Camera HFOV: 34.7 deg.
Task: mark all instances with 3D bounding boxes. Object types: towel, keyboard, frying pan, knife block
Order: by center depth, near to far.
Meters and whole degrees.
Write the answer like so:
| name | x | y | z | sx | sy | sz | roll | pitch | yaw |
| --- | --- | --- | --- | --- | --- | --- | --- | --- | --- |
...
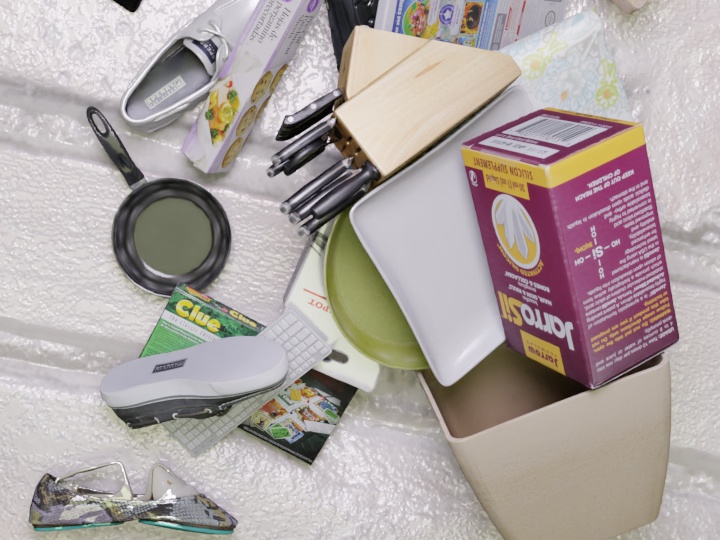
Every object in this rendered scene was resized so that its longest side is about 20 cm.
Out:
| name | x | y | z | sx | sy | sz | roll | pitch | yaw |
| --- | --- | --- | --- | --- | --- | --- | --- | --- | --- |
| knife block | 0.025 | -0.106 | 0.969 | 0.199 | 0.064 | 0.177 | 9 | 82 | -10 |
| towel | 0.171 | -0.122 | 1.084 | 0.170 | 0.048 | 0.201 | -26 | 119 | 1 |
| keyboard | -0.113 | 0.109 | 1.089 | 0.056 | 0.011 | 0.200 | 43 | 118 | -16 |
| frying pan | -0.209 | -0.054 | 1.095 | 0.190 | 0.031 | 0.115 | 37 | 94 | -6 |

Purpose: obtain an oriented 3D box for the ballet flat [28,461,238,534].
| name | x | y | z | sx | sy | sz | roll | pitch | yaw |
| --- | --- | --- | --- | --- | --- | --- | --- | --- | --- |
| ballet flat | -0.217 | 0.218 | 1.111 | 0.199 | 0.072 | 0.073 | 3 | 96 | -7 |

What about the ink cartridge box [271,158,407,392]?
| name | x | y | z | sx | sy | sz | roll | pitch | yaw |
| --- | --- | --- | --- | --- | --- | --- | --- | --- | --- |
| ink cartridge box | 0.000 | 0.000 | 1.101 | 0.115 | 0.068 | 0.201 | 24 | 93 | -8 |

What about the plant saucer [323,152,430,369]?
| name | x | y | z | sx | sy | sz | roll | pitch | yaw |
| --- | --- | --- | --- | --- | --- | --- | --- | --- | --- |
| plant saucer | 0.054 | -0.010 | 1.050 | 0.199 | 0.031 | 0.201 | -6 | 105 | -23 |

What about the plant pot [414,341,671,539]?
| name | x | y | z | sx | sy | sz | roll | pitch | yaw |
| --- | --- | --- | --- | --- | --- | --- | --- | --- | --- |
| plant pot | 0.177 | 0.151 | 1.077 | 0.199 | 0.200 | 0.178 | -20 | 112 | -2 |

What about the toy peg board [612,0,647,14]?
| name | x | y | z | sx | sy | sz | roll | pitch | yaw |
| --- | --- | --- | --- | --- | --- | --- | --- | --- | --- |
| toy peg board | 0.246 | -0.377 | 1.030 | 0.199 | 0.098 | 0.200 | 42 | 70 | -8 |

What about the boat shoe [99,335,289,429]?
| name | x | y | z | sx | sy | sz | roll | pitch | yaw |
| --- | --- | --- | --- | --- | --- | --- | --- | --- | --- |
| boat shoe | -0.147 | 0.107 | 1.062 | 0.199 | 0.069 | 0.057 | -10 | 122 | 26 |

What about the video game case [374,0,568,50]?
| name | x | y | z | sx | sy | sz | roll | pitch | yaw |
| --- | --- | --- | --- | --- | --- | --- | --- | --- | --- |
| video game case | 0.106 | -0.245 | 1.047 | 0.199 | 0.018 | 0.144 | -3 | 116 | -31 |

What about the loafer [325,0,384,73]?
| name | x | y | z | sx | sy | sz | roll | pitch | yaw |
| --- | --- | --- | --- | --- | --- | --- | --- | --- | --- |
| loafer | 0.011 | -0.196 | 1.070 | 0.068 | 0.070 | 0.201 | -26 | 125 | -18 |

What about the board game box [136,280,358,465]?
| name | x | y | z | sx | sy | sz | roll | pitch | yaw |
| --- | --- | --- | --- | --- | --- | --- | --- | --- | --- |
| board game box | -0.110 | 0.101 | 1.113 | 0.199 | 0.023 | 0.105 | 29 | 112 | -8 |

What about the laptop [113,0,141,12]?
| name | x | y | z | sx | sy | sz | roll | pitch | yaw |
| --- | --- | --- | --- | --- | --- | --- | --- | --- | --- |
| laptop | -0.228 | -0.386 | 1.068 | 0.187 | 0.116 | 0.200 | 33 | 121 | -7 |

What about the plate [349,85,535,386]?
| name | x | y | z | sx | sy | sz | roll | pitch | yaw |
| --- | --- | --- | --- | --- | --- | --- | --- | --- | --- |
| plate | 0.101 | -0.031 | 1.026 | 0.199 | 0.032 | 0.201 | -38 | 117 | -16 |

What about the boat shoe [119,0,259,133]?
| name | x | y | z | sx | sy | sz | roll | pitch | yaw |
| --- | --- | --- | --- | --- | --- | --- | --- | --- | --- |
| boat shoe | -0.140 | -0.198 | 1.068 | 0.200 | 0.065 | 0.074 | -45 | 98 | 1 |

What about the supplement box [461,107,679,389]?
| name | x | y | z | sx | sy | sz | roll | pitch | yaw |
| --- | --- | --- | --- | --- | --- | --- | --- | --- | --- |
| supplement box | 0.177 | -0.023 | 0.977 | 0.103 | 0.131 | 0.201 | -25 | 113 | -21 |

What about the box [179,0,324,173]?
| name | x | y | z | sx | sy | sz | roll | pitch | yaw |
| --- | --- | --- | --- | --- | --- | --- | --- | --- | --- |
| box | -0.099 | -0.179 | 1.050 | 0.039 | 0.041 | 0.200 | 40 | 113 | 17 |
